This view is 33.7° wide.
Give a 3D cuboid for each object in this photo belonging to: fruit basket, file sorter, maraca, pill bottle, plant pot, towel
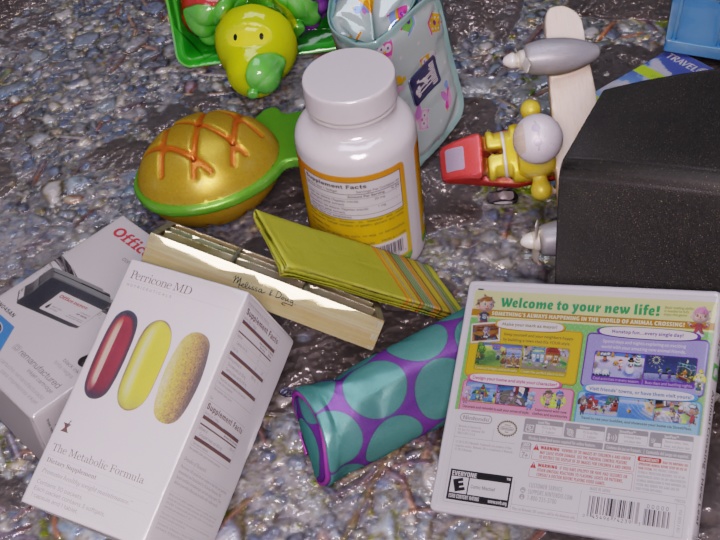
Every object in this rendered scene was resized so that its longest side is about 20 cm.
[{"bbox_3d":[-0.122,-0.293,1.357,0.214,0.156,0.216,-6,27,3],"label":"fruit basket"},{"bbox_3d":[0.434,-0.295,1.246,0.199,0.123,0.139,12,35,12],"label":"file sorter"},{"bbox_3d":[-0.130,-0.110,1.187,0.199,0.107,0.137,-24,45,-16],"label":"maraca"},{"bbox_3d":[-0.001,-0.097,1.088,0.110,0.201,0.111,-4,44,4],"label":"pill bottle"},{"bbox_3d":[0.256,-0.045,0.935,0.177,0.200,0.200,13,40,22],"label":"plant pot"},{"bbox_3d":[0.000,0.000,1.034,0.199,0.018,0.086,17,25,-36],"label":"towel"}]

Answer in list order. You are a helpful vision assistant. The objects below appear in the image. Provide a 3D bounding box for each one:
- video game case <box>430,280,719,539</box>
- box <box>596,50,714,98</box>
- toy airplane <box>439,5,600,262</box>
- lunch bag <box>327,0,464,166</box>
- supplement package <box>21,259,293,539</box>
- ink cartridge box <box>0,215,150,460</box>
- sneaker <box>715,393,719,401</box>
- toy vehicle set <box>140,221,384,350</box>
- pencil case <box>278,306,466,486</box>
[{"bbox_3d":[0.157,0.100,0.871,0.199,0.022,0.183,2,73,32],"label":"video game case"},{"bbox_3d":[0.306,-0.156,1.209,0.199,0.048,0.122,-31,47,-21],"label":"box"},{"bbox_3d":[0.187,-0.112,1.084,0.200,0.141,0.199,44,104,20],"label":"toy airplane"},{"bbox_3d":[0.037,-0.226,1.233,0.121,0.171,0.201,-8,44,11],"label":"lunch bag"},{"bbox_3d":[-0.151,0.112,0.917,0.113,0.110,0.201,14,72,22],"label":"supplement package"},{"bbox_3d":[-0.237,0.059,1.049,0.144,0.085,0.200,32,56,33],"label":"ink cartridge box"},{"bbox_3d":[0.198,0.096,0.957,0.200,0.073,0.114,-26,48,-32],"label":"sneaker"},{"bbox_3d":[-0.079,0.010,0.998,0.199,0.027,0.124,21,6,-5],"label":"toy vehicle set"},{"bbox_3d":[0.039,0.096,0.970,0.199,0.085,0.092,-24,2,-16],"label":"pencil case"}]
